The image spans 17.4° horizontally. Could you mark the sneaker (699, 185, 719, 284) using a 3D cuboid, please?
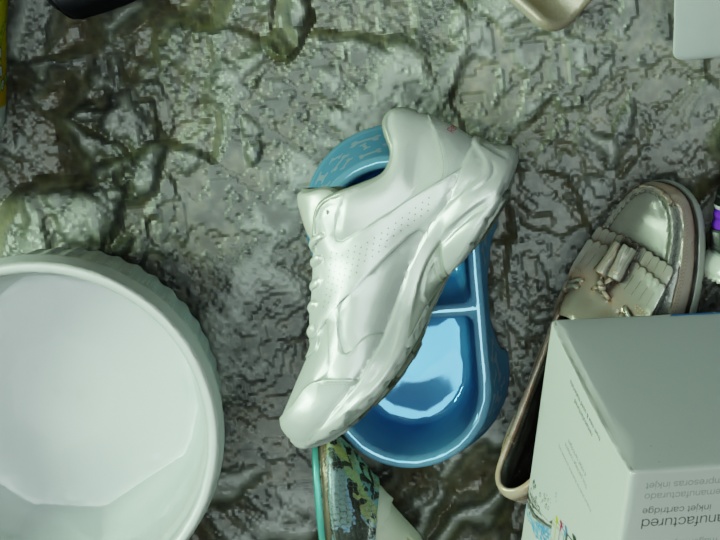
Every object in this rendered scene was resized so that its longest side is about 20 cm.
[{"bbox_3d":[0.292,-0.028,1.290,0.199,0.070,0.100,8,101,2],"label":"sneaker"}]

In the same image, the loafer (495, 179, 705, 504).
[{"bbox_3d":[0.133,0.044,1.311,0.072,0.063,0.201,32,110,38],"label":"loafer"}]

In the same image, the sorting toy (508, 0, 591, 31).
[{"bbox_3d":[0.104,-0.259,1.270,0.185,0.036,0.200,41,102,-5],"label":"sorting toy"}]

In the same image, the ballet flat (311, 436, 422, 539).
[{"bbox_3d":[0.007,0.181,1.359,0.074,0.074,0.201,1,116,5],"label":"ballet flat"}]

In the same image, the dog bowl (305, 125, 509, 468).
[{"bbox_3d":[0.025,0.020,1.333,0.111,0.050,0.201,-4,103,6],"label":"dog bowl"}]

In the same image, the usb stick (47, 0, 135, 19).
[{"bbox_3d":[-0.081,-0.183,1.284,0.199,0.055,0.033,-18,79,15],"label":"usb stick"}]

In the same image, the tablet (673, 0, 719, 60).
[{"bbox_3d":[0.266,-0.147,1.243,0.199,0.130,0.014,-4,68,5],"label":"tablet"}]

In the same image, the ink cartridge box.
[{"bbox_3d":[0.178,0.144,1.258,0.147,0.145,0.201,-4,121,-12],"label":"ink cartridge box"}]

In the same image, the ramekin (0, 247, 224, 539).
[{"bbox_3d":[-0.170,0.080,1.335,0.199,0.105,0.201,1,103,5],"label":"ramekin"}]

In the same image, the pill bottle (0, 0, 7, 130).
[{"bbox_3d":[-0.247,-0.130,1.294,0.104,0.104,0.201,4,103,4],"label":"pill bottle"}]

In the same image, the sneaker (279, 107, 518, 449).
[{"bbox_3d":[0.000,0.000,1.275,0.099,0.078,0.200,31,94,4],"label":"sneaker"}]
